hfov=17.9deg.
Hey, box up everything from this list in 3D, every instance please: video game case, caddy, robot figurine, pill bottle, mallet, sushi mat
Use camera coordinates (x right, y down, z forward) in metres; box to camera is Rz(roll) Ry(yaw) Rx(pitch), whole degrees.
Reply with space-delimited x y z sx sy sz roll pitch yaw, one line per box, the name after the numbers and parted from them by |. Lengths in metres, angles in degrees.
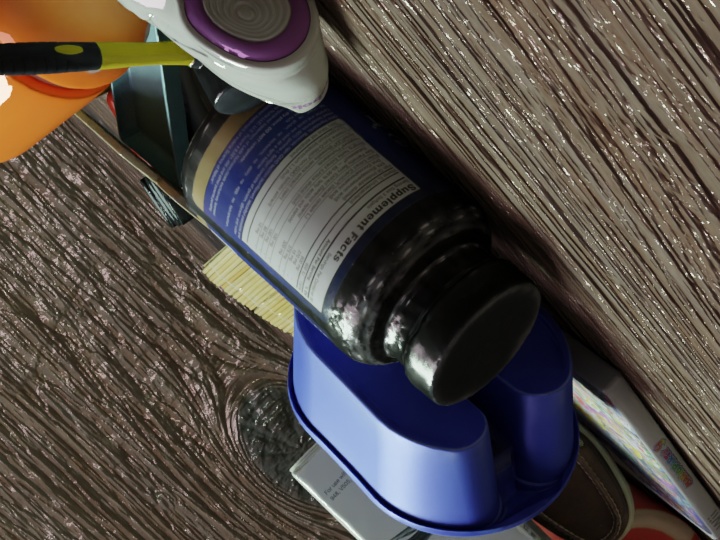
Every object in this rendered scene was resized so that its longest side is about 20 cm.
0.153 0.087 1.464 0.143 0.018 0.200 38 172 43 | video game case
0.043 0.070 1.370 0.200 0.141 0.105 45 152 32 | caddy
-0.197 -0.133 1.291 0.144 0.200 0.117 20 -126 -36 | robot figurine
0.001 -0.019 1.275 0.200 0.112 0.112 42 174 25 | pill bottle
-0.129 -0.105 1.200 0.041 0.200 0.066 -46 68 44 | mallet
-0.033 -0.008 1.572 0.096 0.012 0.200 35 148 -12 | sushi mat

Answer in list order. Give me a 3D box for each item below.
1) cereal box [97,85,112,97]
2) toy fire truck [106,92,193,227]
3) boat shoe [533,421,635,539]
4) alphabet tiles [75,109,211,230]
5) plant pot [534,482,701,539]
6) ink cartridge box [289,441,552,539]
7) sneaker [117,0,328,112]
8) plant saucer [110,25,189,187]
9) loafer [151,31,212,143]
-0.252 -0.177 1.492 0.200 0.144 0.040 60 173 26 | cereal box
-0.170 -0.132 1.723 0.200 0.128 0.176 56 174 -5 | toy fire truck
0.093 0.112 1.505 0.202 0.075 0.075 42 -159 10 | boat shoe
-0.119 -0.049 1.491 0.166 0.006 0.200 41 179 -31 | alphabet tiles
0.162 0.235 1.713 0.200 0.201 0.177 46 166 -20 | plant pot
0.056 0.171 1.540 0.200 0.083 0.147 43 -178 3 | ink cartridge box
-0.094 -0.147 1.191 0.200 0.075 0.100 42 173 24 | sneaker
-0.135 -0.146 1.395 0.070 0.019 0.201 40 146 38 | plant saucer
-0.093 -0.118 1.469 0.075 0.070 0.200 35 153 48 | loafer
